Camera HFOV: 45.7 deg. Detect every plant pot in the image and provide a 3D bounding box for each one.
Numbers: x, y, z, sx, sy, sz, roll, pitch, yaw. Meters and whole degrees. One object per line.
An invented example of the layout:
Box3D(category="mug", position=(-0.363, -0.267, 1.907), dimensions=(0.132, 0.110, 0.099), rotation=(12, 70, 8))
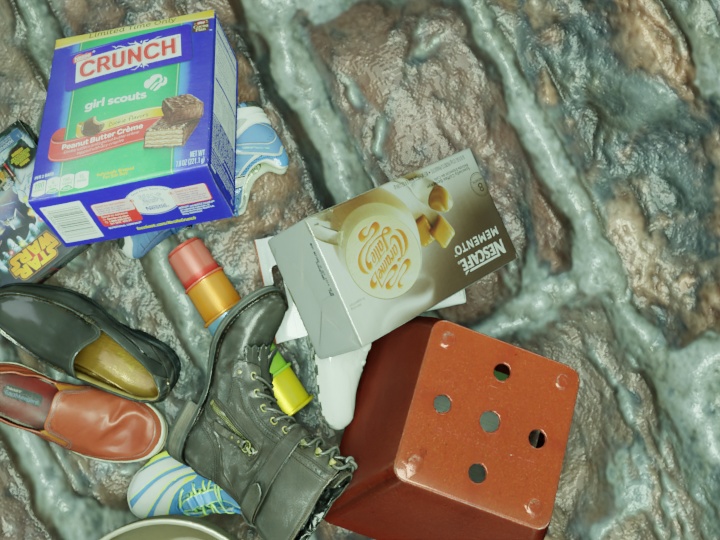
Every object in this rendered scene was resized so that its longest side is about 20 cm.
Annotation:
Box3D(category="plant pot", position=(0.091, 0.150, 0.763), dimensions=(0.196, 0.177, 0.204), rotation=(19, 70, -2))

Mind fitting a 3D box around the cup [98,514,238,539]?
Box3D(category="cup", position=(-0.174, 0.319, 0.801), dimensions=(0.195, 0.143, 0.206), rotation=(0, 88, -4))

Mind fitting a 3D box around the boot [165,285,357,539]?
Box3D(category="boot", position=(-0.070, 0.134, 0.754), dimensions=(0.172, 0.069, 0.203), rotation=(27, 90, 32))

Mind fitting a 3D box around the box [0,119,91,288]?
Box3D(category="box", position=(-0.375, -0.033, 0.854), dimensions=(0.199, 0.040, 0.138), rotation=(-38, 91, -4))

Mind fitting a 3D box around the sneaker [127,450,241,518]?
Box3D(category="sneaker", position=(-0.136, 0.200, 0.826), dimensions=(0.196, 0.105, 0.077), rotation=(-17, 89, -4))

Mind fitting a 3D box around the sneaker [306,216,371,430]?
Box3D(category="sneaker", position=(-0.012, 0.047, 0.808), dimensions=(0.078, 0.076, 0.205), rotation=(-3, 90, -12))

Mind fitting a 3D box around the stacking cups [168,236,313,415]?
Box3D(category="stacking cups", position=(-0.121, 0.058, 0.855), dimensions=(0.060, 0.061, 0.202), rotation=(-31, 89, -4))

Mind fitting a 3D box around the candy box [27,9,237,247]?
Box3D(category="candy box", position=(-0.203, -0.136, 0.794), dimensions=(0.165, 0.078, 0.204), rotation=(-10, 54, 6))

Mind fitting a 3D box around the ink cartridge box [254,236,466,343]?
Box3D(category="ink cartridge box", position=(0.000, 0.000, 0.869), dimensions=(0.195, 0.050, 0.112), rotation=(-13, 89, -2))

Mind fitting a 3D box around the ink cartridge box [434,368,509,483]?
Box3D(category="ink cartridge box", position=(0.071, 0.178, 0.868), dimensions=(0.142, 0.048, 0.204), rotation=(18, 68, -3))

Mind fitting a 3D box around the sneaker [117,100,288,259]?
Box3D(category="sneaker", position=(-0.157, -0.078, 0.849), dimensions=(0.199, 0.076, 0.077), rotation=(-42, 86, -2))

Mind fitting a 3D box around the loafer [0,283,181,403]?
Box3D(category="loafer", position=(-0.268, 0.070, 0.824), dimensions=(0.196, 0.072, 0.074), rotation=(23, 96, -11))

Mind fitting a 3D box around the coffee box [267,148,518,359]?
Box3D(category="coffee box", position=(0.032, -0.018, 0.763), dimensions=(0.198, 0.079, 0.116), rotation=(-25, 91, -34))

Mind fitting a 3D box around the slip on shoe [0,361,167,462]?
Box3D(category="slip on shoe", position=(-0.288, 0.142, 0.843), dimensions=(0.196, 0.061, 0.076), rotation=(19, 85, -4))
